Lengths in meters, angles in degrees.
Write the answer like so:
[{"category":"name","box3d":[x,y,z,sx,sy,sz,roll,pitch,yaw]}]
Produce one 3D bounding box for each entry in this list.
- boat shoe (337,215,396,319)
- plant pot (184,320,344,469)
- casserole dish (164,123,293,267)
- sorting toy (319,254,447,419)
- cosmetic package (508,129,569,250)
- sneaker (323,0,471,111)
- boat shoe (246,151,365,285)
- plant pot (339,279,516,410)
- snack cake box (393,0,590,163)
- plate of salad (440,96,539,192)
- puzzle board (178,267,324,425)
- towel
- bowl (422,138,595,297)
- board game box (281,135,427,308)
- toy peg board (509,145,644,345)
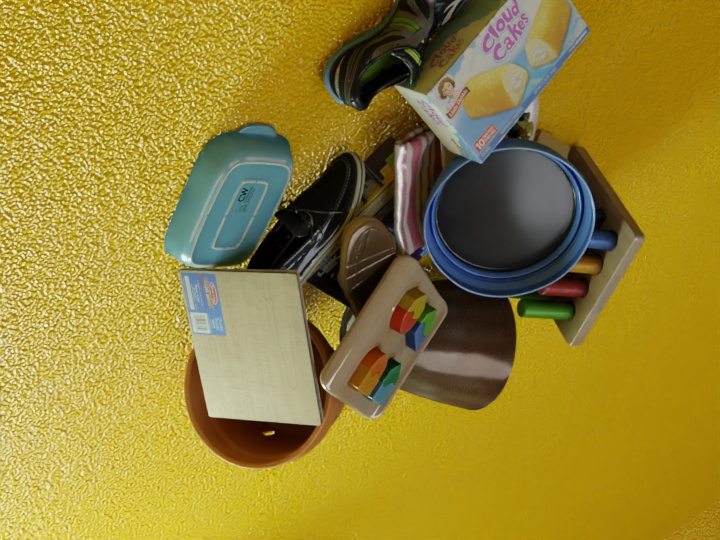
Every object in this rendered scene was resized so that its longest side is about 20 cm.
[{"category":"boat shoe","box3d":[0.000,0.000,1.356,0.071,0.065,0.200,-25,143,-16]},{"category":"plant pot","box3d":[-0.104,0.147,1.439,0.200,0.200,0.140,-45,162,11]},{"category":"casserole dish","box3d":[-0.142,-0.072,1.266,0.121,0.039,0.200,-1,131,-42]},{"category":"sorting toy","box3d":[0.039,0.090,1.384,0.185,0.036,0.200,-57,155,-6]},{"category":"cosmetic package","box3d":[0.220,-0.105,1.439,0.083,0.051,0.200,-61,180,29]},{"category":"sneaker","box3d":[0.052,-0.242,1.200,0.200,0.083,0.071,-42,141,4]},{"category":"boat shoe","box3d":[-0.064,-0.054,1.317,0.062,0.075,0.200,27,103,-41]},{"category":"plant pot","box3d":[0.079,0.092,1.556,0.199,0.187,0.187,8,127,-29]},{"category":"snack cake box","box3d":[0.146,-0.234,1.242,0.200,0.067,0.115,-50,127,-7]},{"category":"plate of salad","box3d":[0.165,-0.175,1.350,0.200,0.048,0.201,-23,121,-44]},{"category":"puzzle board","box3d":[-0.125,0.088,1.322,0.017,0.150,0.201,-52,139,-57]},{"category":"towel","box3d":[0.108,-0.118,1.363,0.200,0.030,0.147,-32,130,-40]},{"category":"bowl","box3d":[0.171,-0.062,1.321,0.200,0.039,0.201,-1,123,-1]},{"category":"board game box","box3d":[0.018,-0.051,1.418,0.200,0.057,0.165,-43,143,8]},{"category":"toy peg board","box3d":[0.262,-0.037,1.545,0.097,0.200,0.200,3,130,-25]}]
